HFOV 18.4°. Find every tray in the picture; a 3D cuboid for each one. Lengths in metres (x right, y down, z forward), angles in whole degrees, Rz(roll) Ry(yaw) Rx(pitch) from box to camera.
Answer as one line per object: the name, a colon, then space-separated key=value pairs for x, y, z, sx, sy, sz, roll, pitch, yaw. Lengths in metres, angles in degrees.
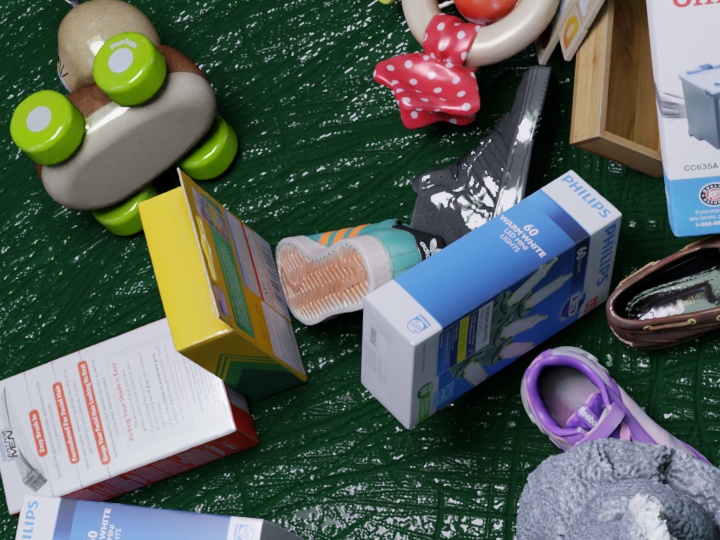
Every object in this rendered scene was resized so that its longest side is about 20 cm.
tray: x=0.213 y=-0.181 z=1.721 sx=0.037 sy=0.098 sz=0.201 roll=-14 pitch=65 yaw=49

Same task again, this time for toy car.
toy car: x=-0.218 y=-0.160 z=1.827 sx=0.158 sy=0.164 sz=0.200 roll=-34 pitch=57 yaw=5

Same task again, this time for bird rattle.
bird rattle: x=0.078 y=-0.211 z=1.738 sx=0.163 sy=0.113 sz=0.200 roll=-23 pitch=54 yaw=16

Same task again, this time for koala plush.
koala plush: x=0.180 y=0.212 z=1.521 sx=0.183 sy=0.200 sz=0.178 roll=30 pitch=107 yaw=6

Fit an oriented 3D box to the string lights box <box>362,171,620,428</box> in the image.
string lights box: x=0.096 y=0.020 z=1.643 sx=0.200 sy=0.103 sz=0.059 roll=-31 pitch=57 yaw=-24

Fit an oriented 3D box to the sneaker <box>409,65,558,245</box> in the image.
sneaker: x=0.086 y=-0.069 z=1.746 sx=0.104 sy=0.060 sz=0.201 roll=11 pitch=88 yaw=19

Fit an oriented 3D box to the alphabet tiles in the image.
alphabet tiles: x=0.172 y=-0.263 z=1.715 sx=0.006 sy=0.200 sz=0.167 roll=10 pitch=43 yaw=-19

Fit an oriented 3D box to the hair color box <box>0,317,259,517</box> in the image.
hair color box: x=-0.193 y=0.116 z=1.781 sx=0.199 sy=0.064 sz=0.111 roll=-20 pitch=70 yaw=10

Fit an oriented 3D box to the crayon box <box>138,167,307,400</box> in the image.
crayon box: x=-0.110 y=0.014 z=1.710 sx=0.051 sy=0.200 sz=0.126 roll=-21 pitch=69 yaw=11

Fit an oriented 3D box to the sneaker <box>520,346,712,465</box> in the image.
sneaker: x=0.188 y=0.128 z=1.643 sx=0.080 sy=0.088 sz=0.200 roll=-45 pitch=68 yaw=-1

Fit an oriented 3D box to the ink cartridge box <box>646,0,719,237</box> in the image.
ink cartridge box: x=0.288 y=-0.137 z=1.628 sx=0.146 sy=0.086 sz=0.201 roll=-6 pitch=111 yaw=8

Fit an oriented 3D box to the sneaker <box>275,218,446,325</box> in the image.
sneaker: x=0.000 y=0.000 z=1.717 sx=0.080 sy=0.200 sz=0.072 roll=-13 pitch=95 yaw=-24

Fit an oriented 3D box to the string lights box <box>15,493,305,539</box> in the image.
string lights box: x=-0.155 y=0.218 z=1.716 sx=0.199 sy=0.103 sz=0.059 roll=4 pitch=76 yaw=18

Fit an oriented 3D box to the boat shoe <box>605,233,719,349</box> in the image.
boat shoe: x=0.279 y=0.005 z=1.661 sx=0.200 sy=0.070 sz=0.071 roll=-25 pitch=67 yaw=8
